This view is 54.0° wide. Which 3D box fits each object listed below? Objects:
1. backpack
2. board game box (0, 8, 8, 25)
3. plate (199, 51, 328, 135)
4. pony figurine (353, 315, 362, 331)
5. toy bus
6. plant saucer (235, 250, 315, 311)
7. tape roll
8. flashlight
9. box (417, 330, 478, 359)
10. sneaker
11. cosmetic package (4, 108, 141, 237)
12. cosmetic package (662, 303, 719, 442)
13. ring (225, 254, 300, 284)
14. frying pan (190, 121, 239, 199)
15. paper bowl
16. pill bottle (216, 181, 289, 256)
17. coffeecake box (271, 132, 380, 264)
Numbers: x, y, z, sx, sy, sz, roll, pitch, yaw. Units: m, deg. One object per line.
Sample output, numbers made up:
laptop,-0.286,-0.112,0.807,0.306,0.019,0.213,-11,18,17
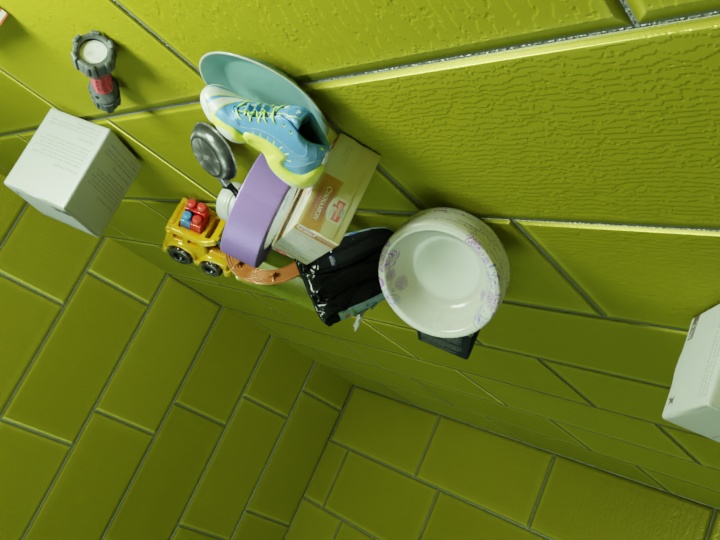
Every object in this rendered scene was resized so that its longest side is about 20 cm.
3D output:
backpack,0.000,0.000,1.320,0.164,0.199,0.154,63,-175,19
board game box,-0.700,-0.450,1.186,0.200,0.046,0.151,8,158,49
plate,-0.131,-0.246,0.988,0.199,0.026,0.200,24,165,7
pony figurine,0.014,0.022,1.482,0.200,0.167,0.193,40,159,7
toy bus,-0.389,-0.098,1.780,0.199,0.136,0.192,24,150,-2
plant saucer,-0.155,-0.033,1.495,0.199,0.201,0.048,24,132,-24
tape roll,-0.156,-0.107,1.162,0.065,0.201,0.200,25,166,0
flashlight,-0.424,-0.315,1.154,0.068,0.068,0.200,32,164,-5
box,0.177,0.058,1.285,0.107,0.149,0.200,22,165,13
sneaker,-0.120,-0.206,0.962,0.200,0.076,0.105,38,134,-7
cosmetic package,-0.627,-0.213,1.558,0.164,0.201,0.165,22,165,16
cosmetic package,0.557,0.159,0.964,0.199,0.165,0.165,22,165,8
ring,-0.174,-0.052,1.419,0.200,0.201,0.019,19,143,24
frying pan,-0.262,-0.182,1.285,0.115,0.031,0.191,30,144,31
paper bowl,0.136,-0.003,1.119,0.200,0.104,0.201,12,121,20
pill bottle,-0.182,-0.106,1.381,0.199,0.111,0.111,23,166,26
coffeecake box,-0.058,-0.104,1.101,0.073,0.154,0.200,28,165,-12
